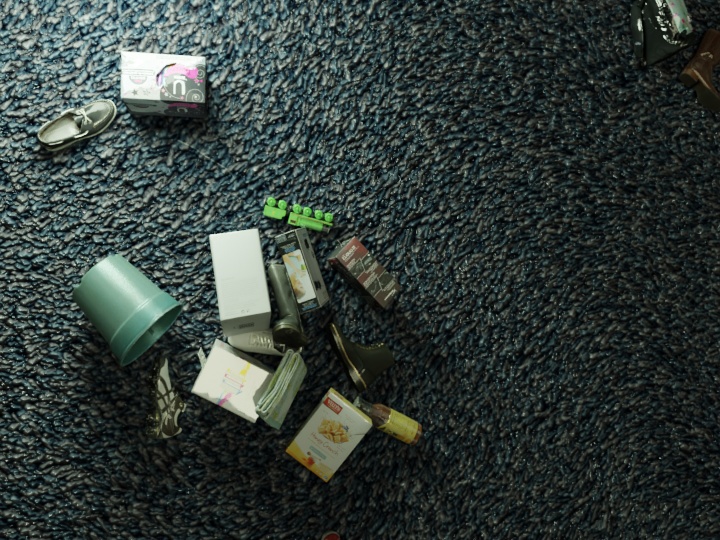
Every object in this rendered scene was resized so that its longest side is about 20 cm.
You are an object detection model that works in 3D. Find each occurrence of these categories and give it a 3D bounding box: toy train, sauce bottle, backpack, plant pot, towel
[{"bbox_3d":[-0.162,-0.144,1.620,0.195,0.042,0.058,15,95,-12],"label":"toy train"},{"bbox_3d":[0.069,0.399,1.647,0.197,0.066,0.067,28,83,-8],"label":"sauce bottle"},{"bbox_3d":[0.891,-0.734,1.825,0.124,0.166,0.205,-20,90,-31],"label":"backpack"},{"bbox_3d":[-0.557,0.082,1.456,0.196,0.200,0.200,45,80,0],"label":"plant pot"},{"bbox_3d":[-0.188,0.295,1.511,0.047,0.201,0.174,26,71,10],"label":"towel"}]

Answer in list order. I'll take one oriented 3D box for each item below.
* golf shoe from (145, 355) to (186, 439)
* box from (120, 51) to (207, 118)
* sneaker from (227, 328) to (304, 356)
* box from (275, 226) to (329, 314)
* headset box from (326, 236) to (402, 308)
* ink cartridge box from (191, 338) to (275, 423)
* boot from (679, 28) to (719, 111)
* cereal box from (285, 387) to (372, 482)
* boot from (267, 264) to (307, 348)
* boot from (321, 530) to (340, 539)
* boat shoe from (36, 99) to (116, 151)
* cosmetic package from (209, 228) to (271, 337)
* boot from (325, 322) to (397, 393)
[{"bbox_3d":[-0.480,0.312,1.528,0.092,0.077,0.206,3,90,-30],"label":"golf shoe"},{"bbox_3d":[-0.476,-0.450,1.508,0.194,0.132,0.118,-1,87,-12],"label":"box"},{"bbox_3d":[-0.241,0.180,1.573,0.194,0.080,0.079,8,89,-11],"label":"sneaker"},{"bbox_3d":[-0.147,-0.002,1.573,0.059,0.117,0.205,-17,93,9],"label":"box"},{"bbox_3d":[0.000,0.000,1.597,0.077,0.149,0.200,-44,97,-10],"label":"headset box"},{"bbox_3d":[-0.323,0.266,1.528,0.197,0.128,0.128,28,84,-10],"label":"ink cartridge box"},{"bbox_3d":[1.102,-0.625,1.910,0.185,0.064,0.202,40,76,-11],"label":"boot"},{"bbox_3d":[-0.082,0.428,1.599,0.143,0.040,0.202,37,97,-8],"label":"cereal box"},{"bbox_3d":[-0.188,0.077,1.510,0.071,0.182,0.205,-12,71,3],"label":"boot"},{"bbox_3d":[-0.061,0.791,1.566,0.070,0.144,0.206,-5,91,-14],"label":"boot"},{"bbox_3d":[-0.689,-0.359,1.494,0.197,0.060,0.075,-29,94,-12],"label":"boat shoe"},{"bbox_3d":[-0.288,0.033,1.483,0.120,0.200,0.205,-10,76,-13],"label":"cosmetic package"},{"bbox_3d":[0.002,0.201,1.637,0.137,0.077,0.203,-31,108,-16],"label":"boot"}]
